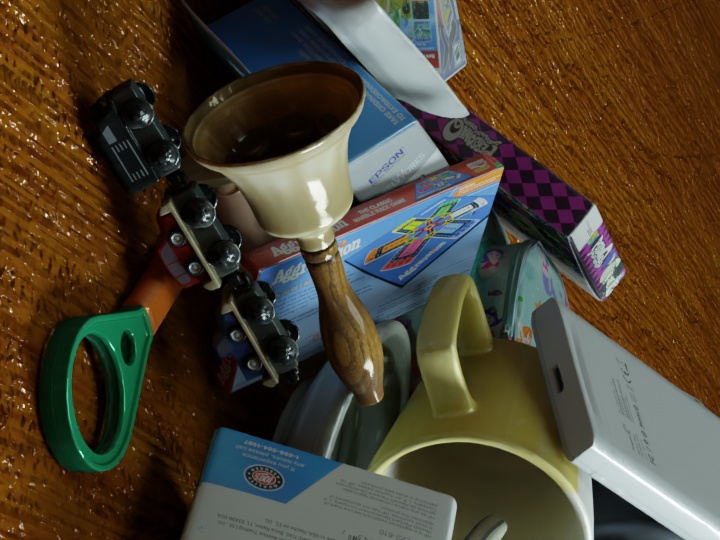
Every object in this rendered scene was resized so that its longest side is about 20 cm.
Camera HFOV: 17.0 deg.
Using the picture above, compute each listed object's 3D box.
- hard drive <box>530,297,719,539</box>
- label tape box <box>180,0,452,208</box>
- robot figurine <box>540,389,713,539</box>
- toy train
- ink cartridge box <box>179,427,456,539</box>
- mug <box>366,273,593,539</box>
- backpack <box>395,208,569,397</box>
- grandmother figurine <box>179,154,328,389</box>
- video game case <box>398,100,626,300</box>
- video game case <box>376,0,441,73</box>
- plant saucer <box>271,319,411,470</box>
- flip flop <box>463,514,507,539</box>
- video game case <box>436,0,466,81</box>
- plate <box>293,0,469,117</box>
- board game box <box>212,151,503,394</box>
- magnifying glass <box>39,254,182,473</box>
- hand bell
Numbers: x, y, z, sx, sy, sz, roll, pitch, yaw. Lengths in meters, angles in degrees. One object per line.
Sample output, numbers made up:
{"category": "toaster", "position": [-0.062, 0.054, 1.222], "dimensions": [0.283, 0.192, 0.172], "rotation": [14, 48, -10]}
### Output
{"category": "hard drive", "position": [0.192, 0.113, 1.542], "dimensions": [0.200, 0.027, 0.132], "rotation": [34, 29, -33]}
{"category": "label tape box", "position": [-0.017, -0.099, 1.492], "dimensions": [0.143, 0.066, 0.200], "rotation": [46, -3, 29]}
{"category": "robot figurine", "position": [0.193, 0.168, 1.655], "dimensions": [0.200, 0.125, 0.150], "rotation": [-78, 157, -46]}
{"category": "toy train", "position": [-0.091, -0.015, 1.335], "dimensions": [0.200, 0.046, 0.034], "rotation": [59, 10, -21]}
{"category": "ink cartridge box", "position": [-0.039, 0.199, 1.303], "dimensions": [0.200, 0.144, 0.085], "rotation": [-75, -177, -48]}
{"category": "mug", "position": [0.087, 0.107, 1.521], "dimensions": [0.153, 0.149, 0.187], "rotation": [-69, 180, -55]}
{"category": "backpack", "position": [0.069, 0.041, 1.716], "dimensions": [0.178, 0.150, 0.200], "rotation": [50, 33, -60]}
{"category": "grandmother figurine", "position": [-0.054, -0.006, 1.493], "dimensions": [0.121, 0.061, 0.200], "rotation": [-46, 137, -31]}
{"category": "video game case", "position": [0.098, -0.068, 1.758], "dimensions": [0.036, 0.200, 0.181], "rotation": [-50, 160, -3]}
{"category": "video game case", "position": [0.012, -0.241, 1.769], "dimensions": [0.143, 0.017, 0.200], "rotation": [-11, 96, -61]}
{"category": "plant saucer", "position": [-0.022, 0.123, 1.498], "dimensions": [0.200, 0.050, 0.200], "rotation": [14, 90, -76]}
{"category": "flip flop", "position": [0.056, 0.229, 1.356], "dimensions": [0.081, 0.058, 0.200], "rotation": [114, -6, -49]}
{"category": "video game case", "position": [0.038, -0.239, 1.887], "dimensions": [0.182, 0.023, 0.200], "rotation": [-44, 126, -67]}
{"category": "plate", "position": [-0.030, -0.179, 1.497], "dimensions": [0.200, 0.032, 0.200], "rotation": [46, 2, 24]}
{"category": "board game box", "position": [0.000, 0.000, 1.467], "dimensions": [0.200, 0.019, 0.103], "rotation": [-23, 145, -37]}
{"category": "magnifying glass", "position": [-0.129, 0.038, 1.304], "dimensions": [0.200, 0.022, 0.080], "rotation": [-61, 141, -58]}
{"category": "hand bell", "position": [-0.020, -0.007, 1.362], "dimensions": [0.104, 0.104, 0.200], "rotation": [-71, 149, -52]}
